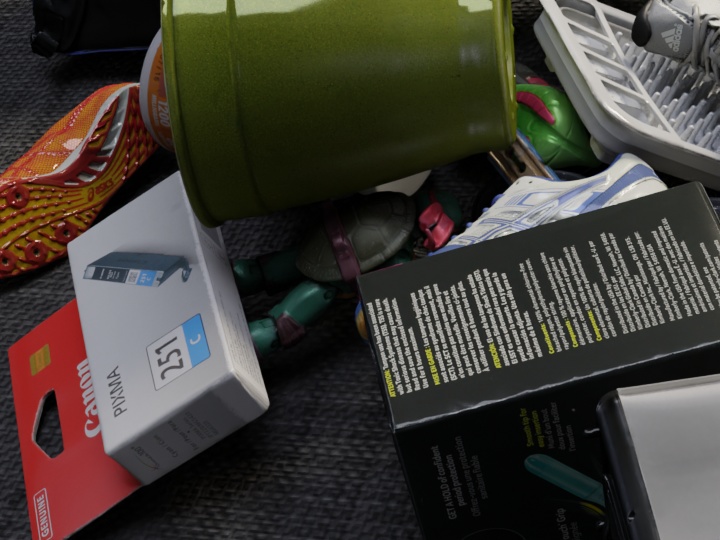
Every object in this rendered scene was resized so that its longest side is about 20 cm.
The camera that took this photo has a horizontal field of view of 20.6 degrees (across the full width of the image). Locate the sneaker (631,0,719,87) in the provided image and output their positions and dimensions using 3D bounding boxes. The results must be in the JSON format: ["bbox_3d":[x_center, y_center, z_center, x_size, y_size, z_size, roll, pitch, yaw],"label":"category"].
[{"bbox_3d":[0.223,-0.123,1.220,0.115,0.075,0.200,12,36,-2],"label":"sneaker"}]

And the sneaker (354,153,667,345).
[{"bbox_3d":[0.090,-0.007,1.164,0.200,0.075,0.088,-15,50,-1],"label":"sneaker"}]

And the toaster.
[{"bbox_3d":[0.181,0.158,0.948,0.119,0.181,0.200,-11,42,1],"label":"toaster"}]

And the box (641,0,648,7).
[{"bbox_3d":[0.280,-0.177,1.373,0.064,0.070,0.200,-34,44,-19],"label":"box"}]

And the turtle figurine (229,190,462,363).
[{"bbox_3d":[0.000,0.000,1.245,0.200,0.101,0.150,-22,29,7],"label":"turtle figurine"}]

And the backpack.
[{"bbox_3d":[-0.169,-0.279,1.529,0.183,0.200,0.147,0,23,20],"label":"backpack"}]

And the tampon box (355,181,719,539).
[{"bbox_3d":[0.115,0.067,1.088,0.200,0.150,0.126,-15,42,1],"label":"tampon box"}]

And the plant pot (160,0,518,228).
[{"bbox_3d":[-0.004,-0.130,1.203,0.193,0.200,0.200,-3,42,8],"label":"plant pot"}]

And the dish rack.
[{"bbox_3d":[0.202,-0.100,1.264,0.200,0.044,0.172,15,32,-26],"label":"dish rack"}]

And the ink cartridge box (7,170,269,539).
[{"bbox_3d":[-0.154,0.054,1.222,0.176,0.045,0.200,-34,40,11],"label":"ink cartridge box"}]

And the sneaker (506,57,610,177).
[{"bbox_3d":[0.112,-0.100,1.348,0.077,0.084,0.200,-56,27,12],"label":"sneaker"}]

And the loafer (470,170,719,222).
[{"bbox_3d":[0.168,-0.020,1.250,0.200,0.063,0.072,8,88,30],"label":"loafer"}]

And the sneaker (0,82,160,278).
[{"bbox_3d":[-0.218,-0.059,1.413,0.200,0.073,0.077,-43,23,-30],"label":"sneaker"}]

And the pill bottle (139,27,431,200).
[{"bbox_3d":[-0.047,-0.112,1.370,0.200,0.112,0.112,19,51,34],"label":"pill bottle"}]

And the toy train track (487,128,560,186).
[{"bbox_3d":[0.116,-0.039,1.226,0.115,0.033,0.200,-44,63,18],"label":"toy train track"}]
